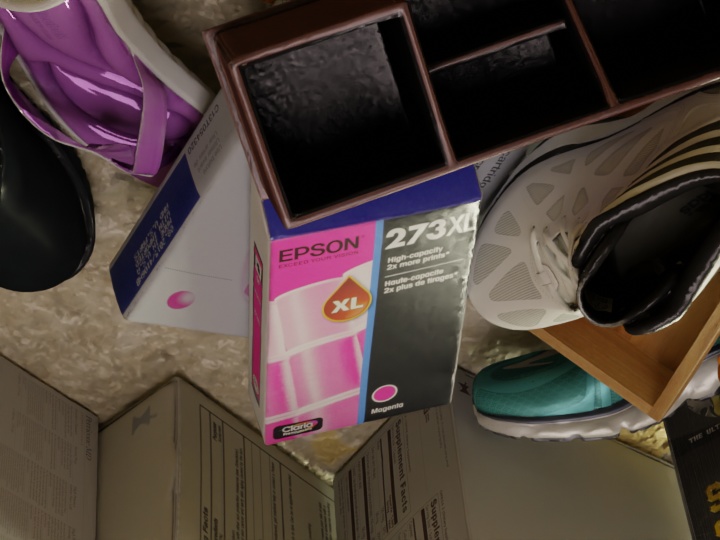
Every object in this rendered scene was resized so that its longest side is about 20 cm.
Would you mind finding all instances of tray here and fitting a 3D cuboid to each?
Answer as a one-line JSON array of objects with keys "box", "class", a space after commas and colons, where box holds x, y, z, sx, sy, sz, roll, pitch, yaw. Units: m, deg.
[{"box": [0.136, -0.029, 0.899, 0.099, 0.037, 0.200, 36, 137, 12], "class": "tray"}]

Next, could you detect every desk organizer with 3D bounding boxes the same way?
[{"box": [0.049, -0.084, 0.766, 0.200, 0.077, 0.072, -20, 105, -4], "class": "desk organizer"}]

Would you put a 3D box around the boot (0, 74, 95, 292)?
[{"box": [-0.174, -0.019, 0.861, 0.076, 0.168, 0.200, -13, 133, 9], "class": "boot"}]

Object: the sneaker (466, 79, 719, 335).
[{"box": [0.091, -0.012, 0.830, 0.076, 0.115, 0.200, 50, 136, -4], "class": "sneaker"}]

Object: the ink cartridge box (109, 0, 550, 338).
[{"box": [0.017, -0.040, 0.912, 0.200, 0.043, 0.196, 9, 133, -32], "class": "ink cartridge box"}]

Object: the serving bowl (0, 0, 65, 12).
[{"box": [-0.120, -0.197, 0.715, 0.066, 0.200, 0.200, -27, 142, -33], "class": "serving bowl"}]

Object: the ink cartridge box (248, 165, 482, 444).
[{"box": [0.000, 0.000, 0.893, 0.094, 0.037, 0.200, -12, 141, -12], "class": "ink cartridge box"}]

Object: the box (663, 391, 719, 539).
[{"box": [0.256, 0.086, 1.005, 0.200, 0.159, 0.048, -29, 131, 21], "class": "box"}]

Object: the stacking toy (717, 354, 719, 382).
[{"box": [0.219, -0.012, 0.916, 0.116, 0.110, 0.200, 12, 127, -26], "class": "stacking toy"}]

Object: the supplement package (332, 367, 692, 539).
[{"box": [0.100, 0.169, 1.067, 0.200, 0.156, 0.111, 24, 126, -24], "class": "supplement package"}]

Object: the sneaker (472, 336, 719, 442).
[{"box": [0.144, 0.024, 1.011, 0.200, 0.078, 0.080, -23, 112, 9], "class": "sneaker"}]

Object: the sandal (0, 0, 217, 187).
[{"box": [-0.116, -0.075, 0.866, 0.082, 0.050, 0.203, 3, 153, 25], "class": "sandal"}]

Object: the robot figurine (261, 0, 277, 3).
[{"box": [-0.046, -0.196, 0.785, 0.145, 0.058, 0.200, 10, 131, -15], "class": "robot figurine"}]

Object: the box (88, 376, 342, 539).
[{"box": [-0.067, 0.174, 1.075, 0.109, 0.128, 0.200, -34, 126, 25], "class": "box"}]

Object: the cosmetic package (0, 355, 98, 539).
[{"box": [-0.173, 0.136, 0.982, 0.051, 0.200, 0.082, -38, 125, 25], "class": "cosmetic package"}]
